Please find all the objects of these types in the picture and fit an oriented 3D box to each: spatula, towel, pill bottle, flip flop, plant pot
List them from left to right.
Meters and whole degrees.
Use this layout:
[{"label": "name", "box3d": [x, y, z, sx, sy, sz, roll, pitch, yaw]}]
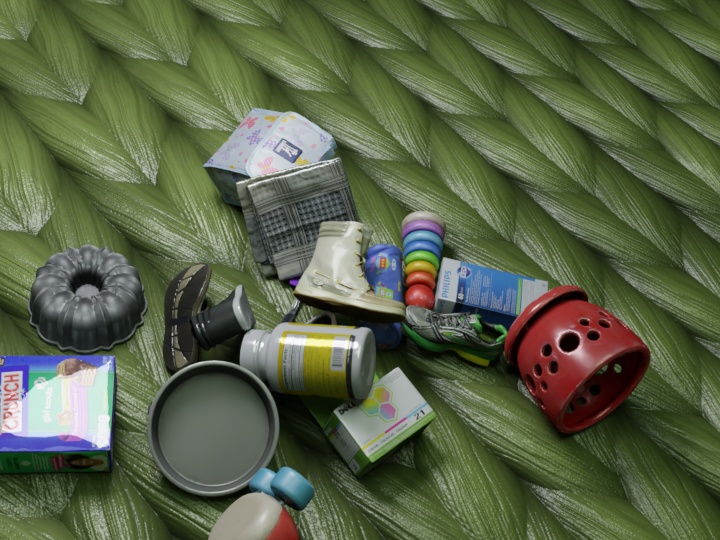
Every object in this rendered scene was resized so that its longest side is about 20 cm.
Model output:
[{"label": "flip flop", "box3d": [-0.285, 0.082, 1.713, 0.080, 0.058, 0.202, -11, 61, 22]}, {"label": "spatula", "box3d": [-0.116, 0.063, 1.786, 0.056, 0.021, 0.201, 12, 50, 15]}, {"label": "towel", "box3d": [-0.104, -0.086, 1.782, 0.198, 0.194, 0.035, -13, 25, 4]}, {"label": "pill bottle", "box3d": [-0.082, 0.138, 1.587, 0.198, 0.112, 0.112, 4, 47, 14]}, {"label": "plant pot", "box3d": [0.351, 0.140, 1.702, 0.199, 0.202, 0.183, -22, 53, -27]}]

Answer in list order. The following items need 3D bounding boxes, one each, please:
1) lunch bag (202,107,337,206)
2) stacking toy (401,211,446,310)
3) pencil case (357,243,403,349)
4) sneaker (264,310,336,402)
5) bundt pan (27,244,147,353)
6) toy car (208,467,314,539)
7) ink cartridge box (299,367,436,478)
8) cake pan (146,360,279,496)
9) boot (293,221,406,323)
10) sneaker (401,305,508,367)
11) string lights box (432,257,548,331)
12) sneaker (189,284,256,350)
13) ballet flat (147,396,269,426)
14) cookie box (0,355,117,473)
[{"label": "lunch bag", "box3d": [-0.160, -0.203, 1.878, 0.199, 0.128, 0.170, 18, 59, 37]}, {"label": "stacking toy", "box3d": [0.110, -0.007, 1.865, 0.084, 0.086, 0.202, 10, 55, -3]}, {"label": "pencil case", "box3d": [0.033, 0.041, 1.798, 0.086, 0.078, 0.201, 14, 48, -14]}, {"label": "sneaker", "box3d": [-0.111, 0.137, 1.684, 0.070, 0.082, 0.200, 33, 52, 16]}, {"label": "bundt pan", "box3d": [-0.457, 0.036, 1.704, 0.200, 0.076, 0.203, 6, 50, -7]}, {"label": "toy car", "box3d": [-0.108, 0.413, 1.432, 0.200, 0.177, 0.185, 45, 64, -10]}, {"label": "ink cartridge box", "box3d": [-0.001, 0.204, 1.631, 0.147, 0.076, 0.200, -30, 73, -32]}, {"label": "cake pan", "box3d": [-0.223, 0.239, 1.547, 0.198, 0.037, 0.203, 1, 81, -7]}, {"label": "boot", "box3d": [0.000, 0.000, 1.714, 0.198, 0.072, 0.156, 13, 70, 20]}, {"label": "sneaker", "box3d": [0.163, 0.096, 1.756, 0.198, 0.086, 0.079, 16, 45, -12]}, {"label": "string lights box", "box3d": [0.235, 0.052, 1.844, 0.198, 0.059, 0.103, 13, 48, 0]}, {"label": "sneaker", "box3d": [-0.229, 0.078, 1.677, 0.098, 0.200, 0.071, -22, 96, 0]}, {"label": "ballet flat", "box3d": [-0.234, 0.220, 1.608, 0.198, 0.070, 0.071, 6, 24, -7]}, {"label": "cookie box", "box3d": [-0.475, 0.217, 1.545, 0.198, 0.076, 0.172, 0, 51, -10]}]
